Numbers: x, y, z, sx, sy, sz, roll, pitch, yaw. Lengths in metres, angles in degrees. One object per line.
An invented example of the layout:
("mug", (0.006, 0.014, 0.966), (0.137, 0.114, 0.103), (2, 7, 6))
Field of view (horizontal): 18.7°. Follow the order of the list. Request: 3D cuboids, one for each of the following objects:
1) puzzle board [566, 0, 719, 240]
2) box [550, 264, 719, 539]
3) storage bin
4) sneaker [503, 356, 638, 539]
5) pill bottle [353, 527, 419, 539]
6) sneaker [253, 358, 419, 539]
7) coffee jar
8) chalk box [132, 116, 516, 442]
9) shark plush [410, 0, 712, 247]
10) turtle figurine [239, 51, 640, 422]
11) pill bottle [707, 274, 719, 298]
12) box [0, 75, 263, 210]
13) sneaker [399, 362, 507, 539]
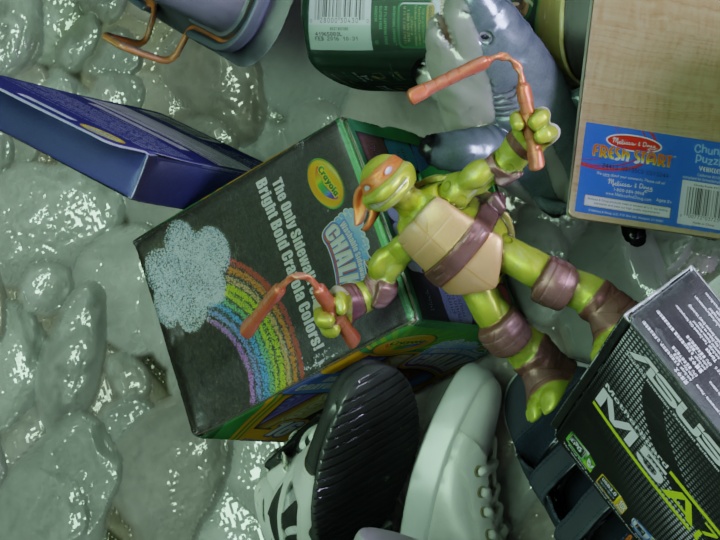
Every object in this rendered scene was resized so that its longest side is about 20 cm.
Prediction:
("puzzle board", (0.208, -0.087, 1.091), (0.199, 0.017, 0.151), (8, 85, -4))
("box", (0.176, 0.114, 0.993), (0.047, 0.193, 0.200), (-35, 79, -13))
("storage bin", (-0.133, -0.203, 1.245), (0.200, 0.134, 0.146), (36, 105, 56))
("sneaker", (0.137, 0.121, 1.139), (0.078, 0.079, 0.200), (-49, 64, 18))
("pill bottle", (0.002, 0.240, 1.096), (0.116, 0.116, 0.201), (26, 95, 29))
("sneaker", (-0.024, 0.113, 1.193), (0.088, 0.074, 0.201), (44, 141, 33))
("coffee jar", (0.075, -0.140, 1.181), (0.199, 0.104, 0.086), (4, 87, 29))
("chalk box", (0.000, 0.000, 1.197), (0.200, 0.124, 0.125), (-27, 72, 26))
("shark plush", (0.110, -0.065, 1.112), (0.200, 0.091, 0.083), (37, 116, -10))
("turtle figurine", (0.048, -0.001, 1.077), (0.161, 0.064, 0.200), (42, 109, -7))
("pill bottle", (0.238, 0.092, 1.063), (0.114, 0.114, 0.200), (-49, 66, 17))
("box", (-0.131, -0.069, 1.236), (0.121, 0.200, 0.033), (27, 98, 29))
("sneaker", (0.064, 0.153, 1.190), (0.084, 0.073, 0.201), (14, 97, 15))
